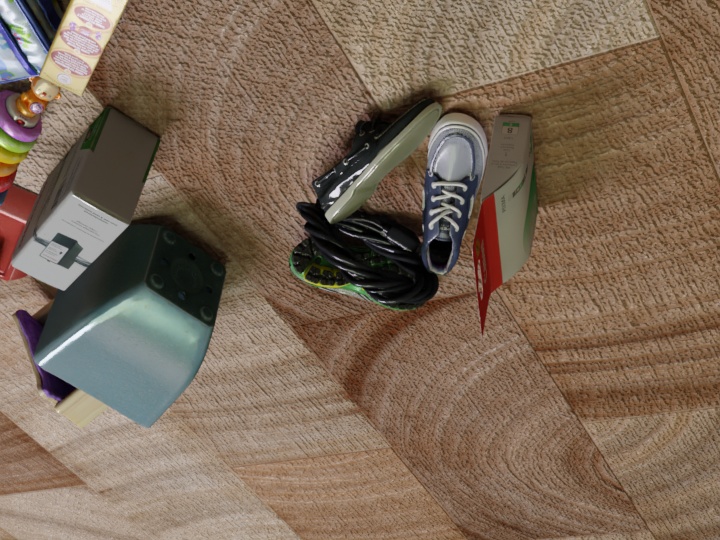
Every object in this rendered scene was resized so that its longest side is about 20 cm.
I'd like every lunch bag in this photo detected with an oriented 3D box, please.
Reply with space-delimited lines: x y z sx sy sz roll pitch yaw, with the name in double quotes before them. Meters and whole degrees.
"lunch bag" -0.422 -0.299 1.346 0.159 0.083 0.201 -4 140 16

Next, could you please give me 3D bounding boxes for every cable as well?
"cable" 0.003 -0.023 1.502 0.198 0.164 0.051 30 119 -8

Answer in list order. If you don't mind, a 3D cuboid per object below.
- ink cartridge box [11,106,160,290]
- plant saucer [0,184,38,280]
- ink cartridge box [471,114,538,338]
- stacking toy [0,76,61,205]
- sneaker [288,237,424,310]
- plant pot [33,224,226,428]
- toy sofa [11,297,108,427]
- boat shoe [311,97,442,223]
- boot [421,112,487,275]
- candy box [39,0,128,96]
"ink cartridge box" -0.346 -0.086 1.535 0.083 0.148 0.199 30 140 -23
"plant saucer" -0.542 -0.067 1.706 0.198 0.037 0.200 24 141 -14
"ink cartridge box" 0.165 -0.049 1.383 0.049 0.202 0.162 2 142 13
"stacking toy" -0.430 -0.178 1.498 0.199 0.111 0.116 -34 127 29
"sneaker" 0.000 0.000 1.613 0.198 0.079 0.085 17 173 -14
"plant pot" -0.291 0.052 1.664 0.195 0.198 0.199 34 129 -25
"toy sofa" -0.423 0.118 1.762 0.082 0.201 0.098 -36 136 1
"boat shoe" 0.012 -0.141 1.420 0.066 0.074 0.199 53 126 14
"boot" 0.108 -0.086 1.442 0.072 0.091 0.201 6 142 6
"candy box" -0.270 -0.290 1.280 0.056 0.118 0.200 24 140 -15
